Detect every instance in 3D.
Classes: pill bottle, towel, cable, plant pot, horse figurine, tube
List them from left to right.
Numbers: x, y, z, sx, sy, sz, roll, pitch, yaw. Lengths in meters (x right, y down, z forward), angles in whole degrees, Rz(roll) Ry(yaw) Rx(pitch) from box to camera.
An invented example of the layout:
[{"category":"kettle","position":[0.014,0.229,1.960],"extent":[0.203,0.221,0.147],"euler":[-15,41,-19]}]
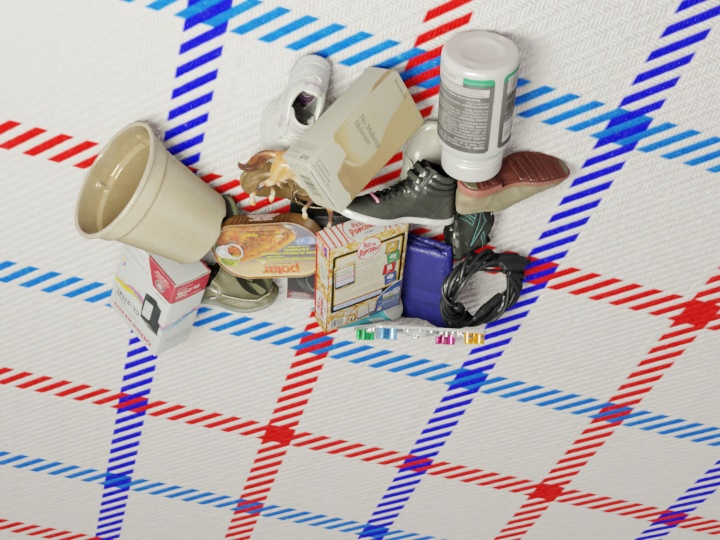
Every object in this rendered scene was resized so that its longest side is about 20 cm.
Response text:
[{"category":"plant pot","position":[-0.325,-0.105,1.459],"extent":[0.200,0.202,0.183],"euler":[-31,136,30]},{"category":"horse figurine","position":[-0.091,-0.138,1.403],"extent":[0.198,0.050,0.133],"euler":[23,127,-14]},{"category":"tube","position":[-0.007,0.079,1.683],"extent":[0.199,0.051,0.077],"euler":[-14,132,46]},{"category":"towel","position":[0.099,0.012,1.609],"extent":[0.146,0.050,0.201],"euler":[15,140,19]},{"category":"pill bottle","position":[0.169,-0.237,1.331],"extent":[0.112,0.114,0.201],"euler":[2,135,2]},{"category":"cable","position":[0.205,0.035,1.586],"extent":[0.199,0.051,0.164],"euler":[-3,134,-40]}]

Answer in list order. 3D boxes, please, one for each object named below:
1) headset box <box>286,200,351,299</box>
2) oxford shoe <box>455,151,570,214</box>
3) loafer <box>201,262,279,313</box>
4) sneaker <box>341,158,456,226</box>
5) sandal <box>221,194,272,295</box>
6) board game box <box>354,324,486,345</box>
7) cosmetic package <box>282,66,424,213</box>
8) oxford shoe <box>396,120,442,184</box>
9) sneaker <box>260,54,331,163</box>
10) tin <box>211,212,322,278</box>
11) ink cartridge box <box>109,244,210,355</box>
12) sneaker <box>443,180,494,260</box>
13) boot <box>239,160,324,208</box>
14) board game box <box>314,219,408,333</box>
[{"category":"headset box","position":[-0.053,-0.026,1.584],"extent":[0.147,0.078,0.201],"euler":[5,134,-1]},{"category":"oxford shoe","position":[0.237,-0.136,1.437],"extent":[0.198,0.071,0.075],"euler":[-10,143,-17]},{"category":"loafer","position":[-0.247,0.026,1.649],"extent":[0.198,0.076,0.070],"euler":[4,140,0]},{"category":"sneaker","position":[0.061,-0.126,1.403],"extent":[0.198,0.071,0.100],"euler":[0,120,-20]},{"category":"sandal","position":[-0.208,-0.047,1.584],"extent":[0.079,0.057,0.202],"euler":[1,128,34]},{"category":"board game box","position":[0.103,0.118,1.643],"extent":[0.198,0.026,0.200],"euler":[4,174,-12]},{"category":"cosmetic package","position":[-0.008,-0.194,1.331],"extent":[0.071,0.200,0.105],"euler":[24,158,48]},{"category":"oxford shoe","position":[0.094,-0.152,1.462],"extent":[0.074,0.058,0.201],"euler":[15,132,-8]},{"category":"sneaker","position":[-0.106,-0.228,1.369],"extent":[0.074,0.100,0.201],"euler":[17,135,-15]},{"category":"tin","position":[-0.150,-0.040,1.502],"extent":[0.198,0.042,0.113],"euler":[-1,124,17]},{"category":"ink cartridge box","position":[-0.359,0.031,1.607],"extent":[0.146,0.083,0.201],"euler":[44,135,18]},{"category":"sneaker","position":[0.179,-0.105,1.506],"extent":[0.078,0.076,0.201],"euler":[-15,138,-7]},{"category":"boot","position":[-0.104,-0.139,1.476],"extent":[0.198,0.076,0.074],"euler":[-3,137,9]},{"category":"board game box","position":[0.000,0.000,1.501],"extent":[0.150,0.046,0.201],"euler":[-20,140,-23]}]
